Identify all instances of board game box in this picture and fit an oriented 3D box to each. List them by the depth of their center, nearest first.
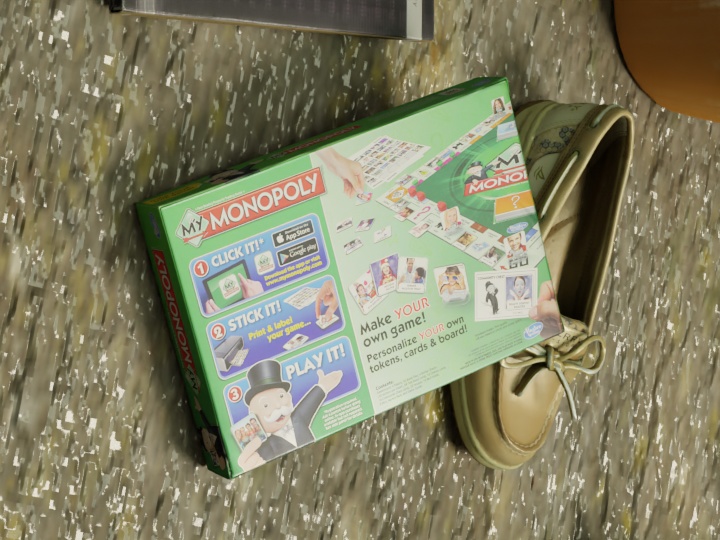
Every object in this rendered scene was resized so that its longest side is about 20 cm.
[{"bbox_3d":[0.000,0.000,1.034,0.199,0.029,0.136,-21,105,-27],"label":"board game box"}]

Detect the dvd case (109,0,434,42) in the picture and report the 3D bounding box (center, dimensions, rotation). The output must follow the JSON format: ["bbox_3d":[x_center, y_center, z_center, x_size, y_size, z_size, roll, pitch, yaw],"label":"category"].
[{"bbox_3d":[-0.039,-0.191,1.031,0.199,0.016,0.150,-1,91,-43],"label":"dvd case"}]

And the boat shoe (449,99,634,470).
[{"bbox_3d":[0.097,0.006,1.134,0.073,0.062,0.202,16,81,-43],"label":"boat shoe"}]

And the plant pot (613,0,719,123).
[{"bbox_3d":[0.248,-0.152,1.191,0.199,0.182,0.202,-2,92,-44],"label":"plant pot"}]
